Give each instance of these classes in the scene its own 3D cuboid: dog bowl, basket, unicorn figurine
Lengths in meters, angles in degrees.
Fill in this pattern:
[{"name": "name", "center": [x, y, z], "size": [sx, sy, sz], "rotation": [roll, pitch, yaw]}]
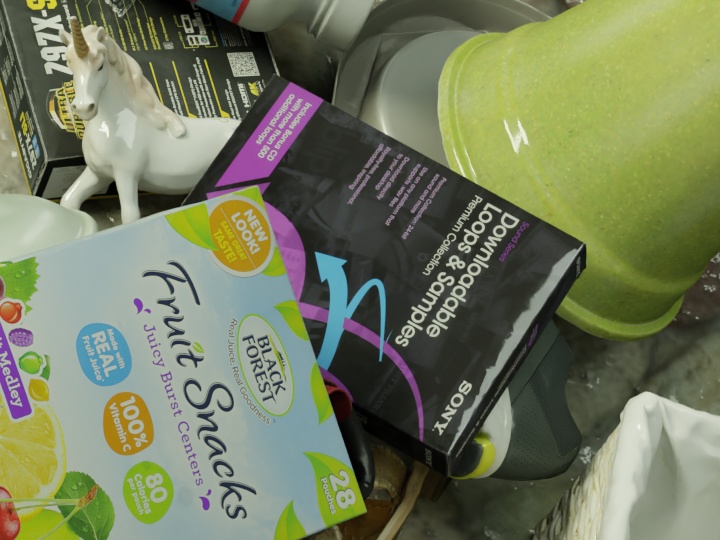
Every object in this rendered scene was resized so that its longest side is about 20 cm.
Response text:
[{"name": "dog bowl", "center": [0.069, -0.076, 1.556], "size": [0.199, 0.059, 0.201], "rotation": [12, 55, -17]}, {"name": "basket", "center": [0.189, 0.209, 1.357], "size": [0.197, 0.161, 0.201], "rotation": [21, 52, -10]}, {"name": "unicorn figurine", "center": [-0.111, -0.059, 1.419], "size": [0.199, 0.074, 0.138], "rotation": [7, 92, -44]}]

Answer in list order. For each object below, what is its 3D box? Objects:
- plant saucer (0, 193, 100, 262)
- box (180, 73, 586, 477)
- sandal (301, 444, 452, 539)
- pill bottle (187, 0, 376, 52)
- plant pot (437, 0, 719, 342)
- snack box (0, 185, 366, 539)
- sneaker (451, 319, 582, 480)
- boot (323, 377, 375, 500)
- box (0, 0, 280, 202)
[{"name": "plant saucer", "center": [-0.229, 0.003, 1.289], "size": [0.200, 0.200, 0.050], "rotation": [-37, 113, -37]}, {"name": "box", "center": [0.000, 0.000, 1.358], "size": [0.199, 0.036, 0.143], "rotation": [29, 70, 14]}, {"name": "sandal", "center": [-0.001, 0.121, 1.392], "size": [0.069, 0.078, 0.212], "rotation": [34, 44, 7]}, {"name": "pill bottle", "center": [-0.080, -0.206, 1.482], "size": [0.199, 0.109, 0.109], "rotation": [26, 52, -6]}, {"name": "plant pot", "center": [0.176, -0.091, 1.425], "size": [0.200, 0.184, 0.201], "rotation": [29, 43, -31]}, {"name": "snack box", "center": [-0.115, 0.069, 1.197], "size": [0.199, 0.068, 0.169], "rotation": [-20, 90, -34]}, {"name": "sneaker", "center": [0.072, 0.034, 1.423], "size": [0.084, 0.074, 0.201], "rotation": [18, 52, -30]}, {"name": "boot", "center": [-0.082, 0.051, 1.319], "size": [0.200, 0.144, 0.072], "rotation": [50, 48, -9]}, {"name": "box", "center": [-0.138, -0.140, 1.513], "size": [0.159, 0.049, 0.201], "rotation": [-7, 62, -24]}]
